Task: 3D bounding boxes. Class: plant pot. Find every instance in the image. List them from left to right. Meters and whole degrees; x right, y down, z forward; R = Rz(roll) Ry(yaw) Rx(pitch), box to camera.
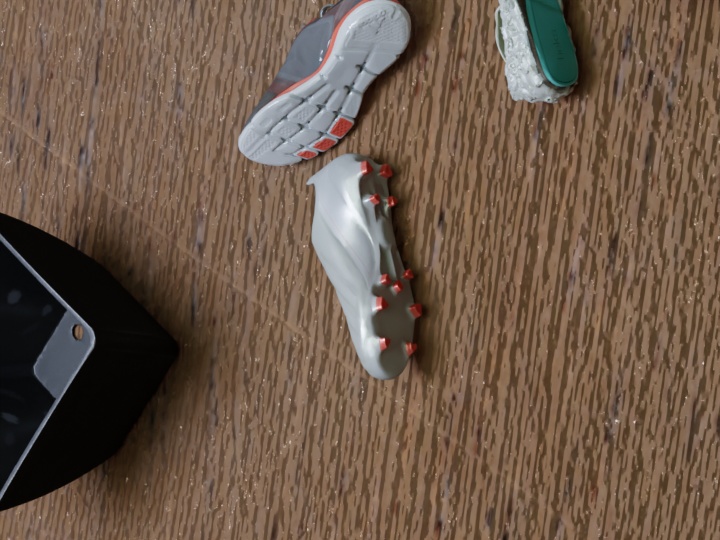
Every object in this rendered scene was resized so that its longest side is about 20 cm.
[{"bbox_3d":[-0.285,0.080,1.816,0.200,0.177,0.200,43,110,28],"label":"plant pot"}]

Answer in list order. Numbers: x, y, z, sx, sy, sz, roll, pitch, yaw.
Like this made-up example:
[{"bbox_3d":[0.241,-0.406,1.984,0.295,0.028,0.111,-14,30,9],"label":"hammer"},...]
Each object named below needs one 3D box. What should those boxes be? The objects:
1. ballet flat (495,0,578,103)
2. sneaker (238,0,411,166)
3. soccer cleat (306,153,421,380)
[{"bbox_3d":[0.127,-0.230,1.632,0.071,0.072,0.201,-12,81,32],"label":"ballet flat"},{"bbox_3d":[-0.032,-0.173,1.743,0.200,0.077,0.082,-43,39,23],"label":"sneaker"},{"bbox_3d":[0.000,0.000,1.704,0.077,0.069,0.201,-21,69,36],"label":"soccer cleat"}]
